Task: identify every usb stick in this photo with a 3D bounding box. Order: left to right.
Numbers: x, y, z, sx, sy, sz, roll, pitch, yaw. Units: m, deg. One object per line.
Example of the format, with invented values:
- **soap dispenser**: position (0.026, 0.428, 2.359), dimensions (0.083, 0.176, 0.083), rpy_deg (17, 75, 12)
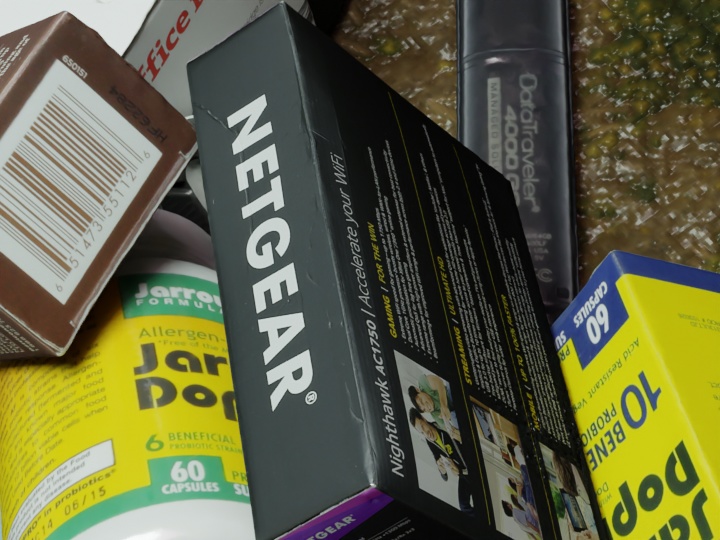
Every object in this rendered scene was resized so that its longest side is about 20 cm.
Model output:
- **usb stick**: position (0.072, -0.057, 0.898), dimensions (0.055, 0.033, 0.200), rpy_deg (-1, 59, 5)

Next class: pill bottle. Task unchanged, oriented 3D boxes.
- **pill bottle**: position (-0.073, 0.067, 0.692), dimensions (0.113, 0.113, 0.200), rpy_deg (-20, 37, 1)

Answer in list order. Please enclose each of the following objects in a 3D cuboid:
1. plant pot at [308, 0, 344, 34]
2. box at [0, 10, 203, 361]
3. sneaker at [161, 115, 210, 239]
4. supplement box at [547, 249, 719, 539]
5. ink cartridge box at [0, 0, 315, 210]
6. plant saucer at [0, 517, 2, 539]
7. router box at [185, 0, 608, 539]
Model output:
- **plant pot**: position (-0.077, -0.241, 0.956), dimensions (0.200, 0.200, 0.178), rpy_deg (23, 56, 25)
- **box**: position (-0.155, -0.021, 0.720), dimensions (0.200, 0.075, 0.100), rpy_deg (-5, 48, 53)
- **sneaker**: position (0.000, 0.000, 0.822), dimensions (0.076, 0.201, 0.115), rpy_deg (-15, 22, 34)
- **supplement box**: position (0.133, 0.107, 0.704), dimensions (0.109, 0.109, 0.200), rpy_deg (11, 42, -31)
- **ink cartridge box**: position (-0.087, -0.074, 0.845), dimensions (0.086, 0.200, 0.147), rpy_deg (18, 64, 24)
- **plant saucer**: position (-0.155, 0.082, 0.774), dimensions (0.200, 0.027, 0.200), rpy_deg (7, 34, -5)
- **router box**: position (0.014, 0.023, 0.671), dimensions (0.051, 0.149, 0.200), rpy_deg (-30, 50, 24)
